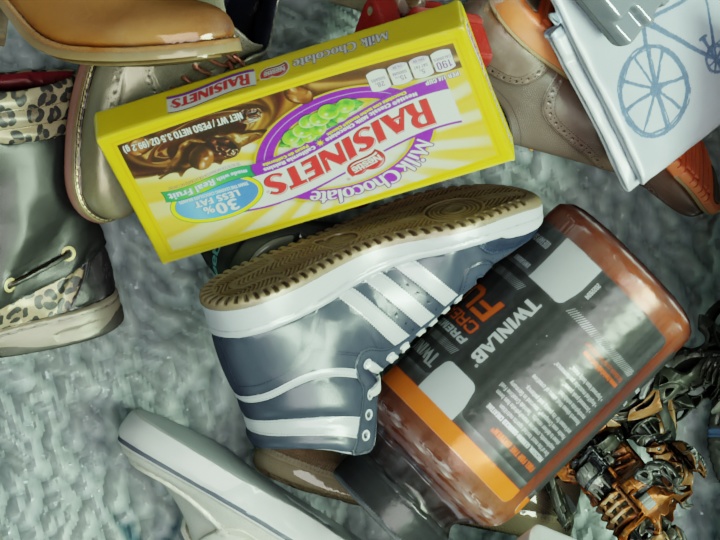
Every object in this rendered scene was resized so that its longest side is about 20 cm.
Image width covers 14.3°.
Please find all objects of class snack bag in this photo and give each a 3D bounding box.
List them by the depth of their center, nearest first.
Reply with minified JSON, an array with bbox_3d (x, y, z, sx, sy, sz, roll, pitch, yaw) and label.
[{"bbox_3d":[0.168,-0.174,1.592,0.188,0.021,0.200,-38,109,-28],"label":"snack bag"}]

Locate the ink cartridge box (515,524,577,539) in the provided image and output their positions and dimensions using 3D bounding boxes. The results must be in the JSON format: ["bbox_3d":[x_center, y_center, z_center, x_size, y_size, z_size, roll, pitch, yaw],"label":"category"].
[{"bbox_3d":[0.105,0.241,1.634,0.144,0.200,0.085,23,54,-17],"label":"ink cartridge box"}]

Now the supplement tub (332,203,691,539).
[{"bbox_3d":[0.079,0.066,1.573,0.200,0.107,0.107,-45,110,-2],"label":"supplement tub"}]

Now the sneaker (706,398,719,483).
[{"bbox_3d":[0.253,0.125,1.715,0.076,0.077,0.200,5,92,30],"label":"sneaker"}]

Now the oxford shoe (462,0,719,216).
[{"bbox_3d":[0.126,-0.091,1.630,0.073,0.071,0.200,-36,115,27],"label":"oxford shoe"}]

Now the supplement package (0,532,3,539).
[{"bbox_3d":[-0.286,0.172,1.515,0.151,0.200,0.152,35,95,-20],"label":"supplement package"}]

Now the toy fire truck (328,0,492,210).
[{"bbox_3d":[0.013,-0.141,1.558,0.049,0.141,0.200,5,144,-33],"label":"toy fire truck"}]

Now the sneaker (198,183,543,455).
[{"bbox_3d":[0.015,0.029,1.537,0.200,0.070,0.109,-21,111,-22],"label":"sneaker"}]

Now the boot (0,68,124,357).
[{"bbox_3d":[-0.229,-0.024,1.544,0.200,0.073,0.151,-8,108,-16],"label":"boot"}]

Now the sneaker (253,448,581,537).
[{"bbox_3d":[0.035,0.104,1.659,0.200,0.070,0.076,14,84,-22],"label":"sneaker"}]

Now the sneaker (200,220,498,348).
[{"bbox_3d":[0.000,0.000,1.613,0.200,0.079,0.076,12,97,-36],"label":"sneaker"}]

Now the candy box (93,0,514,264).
[{"bbox_3d":[-0.028,-0.070,1.498,0.200,0.026,0.102,-17,137,9],"label":"candy box"}]

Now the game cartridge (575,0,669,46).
[{"bbox_3d":[0.153,-0.237,1.551,0.133,0.040,0.200,49,64,-26],"label":"game cartridge"}]

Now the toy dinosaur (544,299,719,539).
[{"bbox_3d":[0.160,0.080,1.636,0.136,0.102,0.200,-19,96,8],"label":"toy dinosaur"}]

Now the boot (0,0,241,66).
[{"bbox_3d":[-0.145,-0.187,1.487,0.077,0.200,0.156,-2,102,-60],"label":"boot"}]

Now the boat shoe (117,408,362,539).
[{"bbox_3d":[-0.066,0.153,1.638,0.200,0.071,0.070,35,92,-26],"label":"boat shoe"}]

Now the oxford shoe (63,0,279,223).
[{"bbox_3d":[-0.094,-0.114,1.531,0.071,0.074,0.200,24,88,-48],"label":"oxford shoe"}]
